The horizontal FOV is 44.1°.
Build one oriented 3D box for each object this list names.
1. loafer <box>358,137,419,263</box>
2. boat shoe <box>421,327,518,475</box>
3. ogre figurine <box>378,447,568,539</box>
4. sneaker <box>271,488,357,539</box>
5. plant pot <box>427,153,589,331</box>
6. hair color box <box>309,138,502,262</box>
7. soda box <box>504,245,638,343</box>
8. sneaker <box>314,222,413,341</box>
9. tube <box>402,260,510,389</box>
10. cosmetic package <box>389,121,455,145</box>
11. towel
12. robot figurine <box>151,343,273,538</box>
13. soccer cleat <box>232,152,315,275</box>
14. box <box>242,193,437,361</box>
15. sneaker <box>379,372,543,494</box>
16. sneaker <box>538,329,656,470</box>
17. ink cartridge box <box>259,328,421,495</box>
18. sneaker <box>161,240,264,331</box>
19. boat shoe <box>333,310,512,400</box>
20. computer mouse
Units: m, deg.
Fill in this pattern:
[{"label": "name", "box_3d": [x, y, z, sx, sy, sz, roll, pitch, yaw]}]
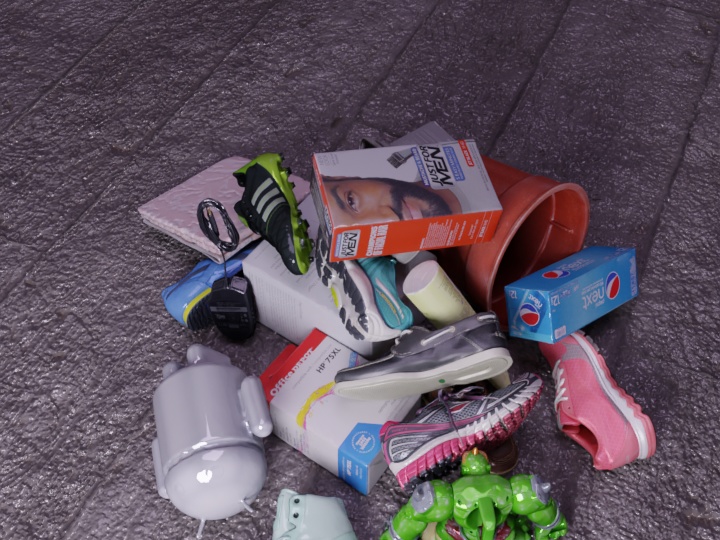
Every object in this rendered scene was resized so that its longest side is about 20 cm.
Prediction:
[{"label": "loafer", "box_3d": [0.032, -0.090, 1.093, 0.069, 0.070, 0.202, 31, 28, -34]}, {"label": "boat shoe", "box_3d": [0.113, 0.150, 1.040, 0.071, 0.068, 0.201, -23, 54, -20]}, {"label": "ogre figurine", "box_3d": [0.123, 0.252, 0.919, 0.196, 0.121, 0.099, 12, 51, 8]}, {"label": "sneaker", "box_3d": [-0.097, 0.292, 0.910, 0.196, 0.074, 0.120, -6, 55, -19]}, {"label": "plant pot", "box_3d": [0.158, -0.059, 1.150, 0.199, 0.203, 0.194, -35, 50, -27]}, {"label": "hair color box", "box_3d": [0.049, -0.082, 1.009, 0.195, 0.064, 0.113, -8, 56, -14]}, {"label": "soda box", "box_3d": [0.265, 0.025, 1.100, 0.198, 0.066, 0.067, -20, 17, -41]}, {"label": "sneaker", "box_3d": [0.000, 0.000, 1.037, 0.078, 0.078, 0.202, -3, 51, -28]}, {"label": "tube", "box_3d": [0.124, 0.074, 1.035, 0.051, 0.200, 0.059, -3, 47, 51]}, {"label": "cosmetic package", "box_3d": [0.049, -0.110, 1.238, 0.197, 0.108, 0.090, -27, 54, -24]}, {"label": "towel", "box_3d": [-0.179, -0.091, 1.226, 0.198, 0.033, 0.190, 24, 47, 40]}, {"label": "robot figurine", "box_3d": [-0.165, 0.183, 0.973, 0.168, 0.112, 0.203, -35, 52, 24]}, {"label": "soccer cleat", "box_3d": [-0.109, -0.063, 1.091, 0.080, 0.068, 0.202, -23, 49, 4]}, {"label": "box", "box_3d": [-0.026, 0.021, 1.123, 0.198, 0.108, 0.152, 28, 54, 22]}, {"label": "sneaker", "box_3d": [0.113, 0.158, 0.958, 0.197, 0.081, 0.075, -24, 61, -21]}, {"label": "sneaker", "box_3d": [0.257, 0.145, 1.044, 0.085, 0.075, 0.201, -23, 52, -14]}, {"label": "ink cartridge box", "box_3d": [-0.040, 0.151, 1.037, 0.198, 0.068, 0.116, 28, 55, 22]}, {"label": "sneaker", "box_3d": [-0.171, -0.002, 1.169, 0.199, 0.067, 0.078, -34, 54, -26]}, {"label": "boat shoe", "box_3d": [0.064, 0.097, 0.975, 0.196, 0.072, 0.069, -15, 64, 6]}, {"label": "computer mouse", "box_3d": [-0.162, 0.000, 1.083, 0.057, 0.204, 0.034, 3, 34, 12]}]
